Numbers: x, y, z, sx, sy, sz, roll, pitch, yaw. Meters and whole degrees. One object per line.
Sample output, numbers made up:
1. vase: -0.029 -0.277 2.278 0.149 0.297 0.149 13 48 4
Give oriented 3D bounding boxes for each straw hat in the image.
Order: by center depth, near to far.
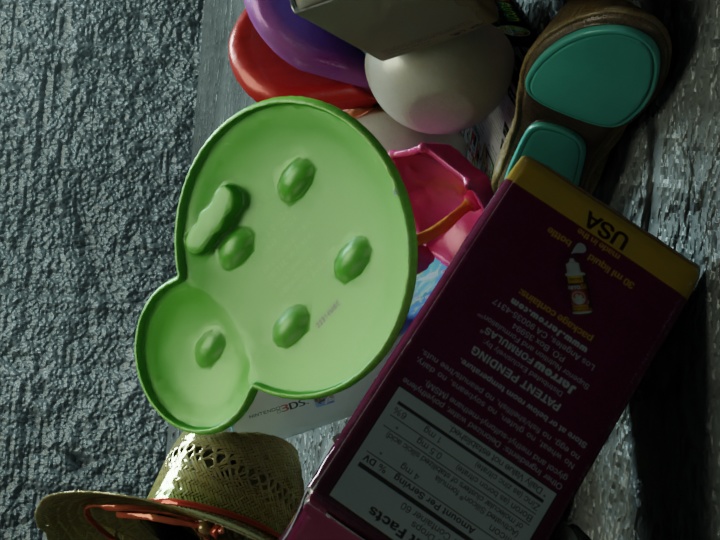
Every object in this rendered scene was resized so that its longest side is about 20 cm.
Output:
1. straw hat: -0.069 0.127 1.236 0.201 0.199 0.086 117 172 -64

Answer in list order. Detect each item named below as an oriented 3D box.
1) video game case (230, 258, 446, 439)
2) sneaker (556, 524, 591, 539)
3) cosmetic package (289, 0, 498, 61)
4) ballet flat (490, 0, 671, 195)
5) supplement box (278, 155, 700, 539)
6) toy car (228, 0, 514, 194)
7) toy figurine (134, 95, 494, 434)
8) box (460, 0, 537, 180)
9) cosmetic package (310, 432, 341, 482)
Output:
1. video game case: -0.002 0.024 1.389 0.200 0.180 0.046 -114 6 -68
2. sneaker: 0.082 0.186 1.062 0.078 0.090 0.200 49 158 18
3. cosmetic package: 0.007 -0.171 1.147 0.200 0.073 0.104 3 -111 -79
4. ballet flat: 0.114 -0.095 1.178 0.200 0.067 0.073 106 -175 -60
5. supplement box: 0.054 0.071 1.066 0.201 0.103 0.131 -56 -2 -25
6. toy car: 0.001 -0.141 1.338 0.200 0.149 0.176 117 159 -55
7. toy figurine: 0.000 0.000 1.246 0.200 0.183 0.151 -48 68 27
8. box: 0.082 -0.084 1.380 0.200 0.034 0.111 -108 25 -64
9. cosmetic package: 0.033 0.197 1.247 0.201 0.051 0.151 59 151 21
